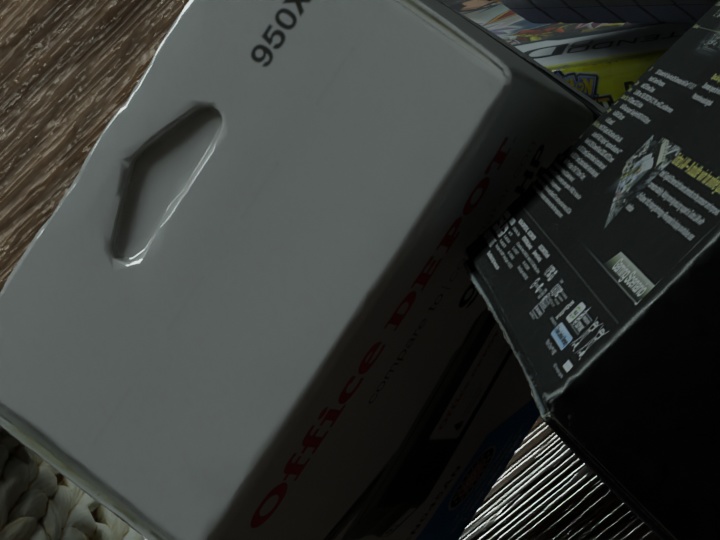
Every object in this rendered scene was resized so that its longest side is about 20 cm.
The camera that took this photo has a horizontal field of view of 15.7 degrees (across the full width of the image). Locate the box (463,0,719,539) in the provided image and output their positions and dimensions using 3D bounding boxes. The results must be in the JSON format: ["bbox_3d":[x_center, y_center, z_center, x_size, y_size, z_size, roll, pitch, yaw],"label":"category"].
[{"bbox_3d":[0.112,-0.017,0.532,0.164,0.086,0.200,-45,7,4],"label":"box"}]

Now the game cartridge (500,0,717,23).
[{"bbox_3d":[0.124,-0.158,0.769,0.200,0.038,0.130,-57,27,-9],"label":"game cartridge"}]

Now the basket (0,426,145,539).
[{"bbox_3d":[-0.127,0.155,0.620,0.198,0.161,0.200,-43,8,13],"label":"basket"}]

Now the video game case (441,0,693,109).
[{"bbox_3d":[0.099,-0.087,0.886,0.180,0.026,0.200,-8,18,20],"label":"video game case"}]

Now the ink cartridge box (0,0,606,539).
[{"bbox_3d":[0.000,0.000,0.706,0.145,0.084,0.200,-57,-19,7],"label":"ink cartridge box"}]
